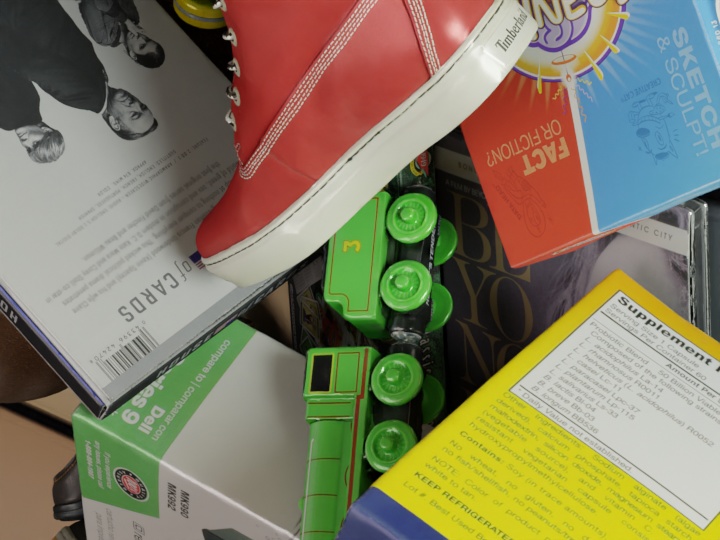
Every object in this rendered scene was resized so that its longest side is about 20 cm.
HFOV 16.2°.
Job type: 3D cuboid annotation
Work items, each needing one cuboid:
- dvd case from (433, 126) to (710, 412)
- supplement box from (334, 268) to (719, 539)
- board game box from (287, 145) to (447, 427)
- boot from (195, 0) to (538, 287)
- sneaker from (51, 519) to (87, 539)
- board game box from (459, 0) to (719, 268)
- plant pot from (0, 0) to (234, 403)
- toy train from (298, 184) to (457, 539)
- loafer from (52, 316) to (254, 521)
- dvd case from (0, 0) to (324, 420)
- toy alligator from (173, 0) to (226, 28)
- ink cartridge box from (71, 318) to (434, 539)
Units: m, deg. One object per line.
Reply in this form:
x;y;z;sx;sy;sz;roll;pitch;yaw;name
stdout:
0.090;0.046;1.077;0.149;0.016;0.200;22;125;45;dvd case
0.075;0.106;0.950;0.109;0.200;0.110;36;131;15;supplement box
0.000;0.000;1.151;0.105;0.023;0.200;35;136;50;board game box
-0.041;-0.086;0.993;0.144;0.072;0.200;40;136;-7;boot
-0.065;0.170;1.281;0.200;0.088;0.076;30;168;24;sneaker
0.081;-0.116;0.962;0.153;0.040;0.200;-25;83;54;board game box
-0.162;-0.041;1.212;0.200;0.200;0.198;58;154;12;plant pot
0.003;0.059;1.042;0.056;0.042;0.200;-2;69;21;toy train
-0.102;0.076;1.303;0.200;0.073;0.072;-32;74;45;loafer
-0.121;-0.052;1.102;0.200;0.150;0.025;48;151;8;dvd case
-0.052;-0.139;1.125;0.200;0.054;0.059;39;139;24;toy alligator
-0.021;0.116;1.125;0.200;0.084;0.146;28;150;16;ink cartridge box
